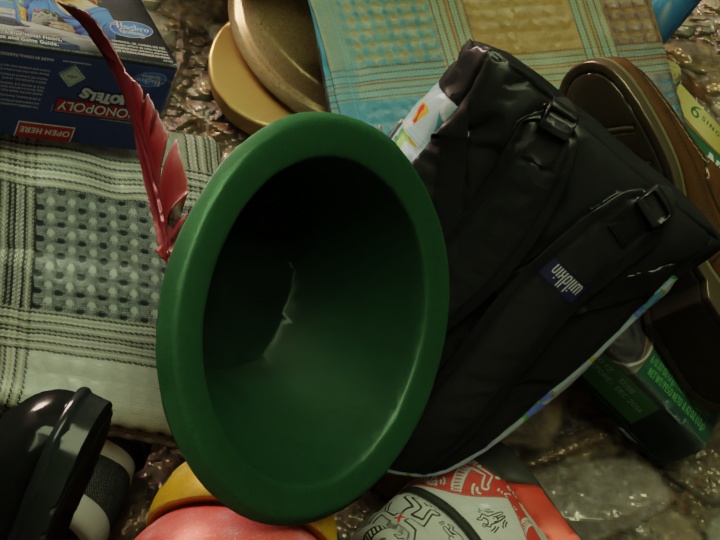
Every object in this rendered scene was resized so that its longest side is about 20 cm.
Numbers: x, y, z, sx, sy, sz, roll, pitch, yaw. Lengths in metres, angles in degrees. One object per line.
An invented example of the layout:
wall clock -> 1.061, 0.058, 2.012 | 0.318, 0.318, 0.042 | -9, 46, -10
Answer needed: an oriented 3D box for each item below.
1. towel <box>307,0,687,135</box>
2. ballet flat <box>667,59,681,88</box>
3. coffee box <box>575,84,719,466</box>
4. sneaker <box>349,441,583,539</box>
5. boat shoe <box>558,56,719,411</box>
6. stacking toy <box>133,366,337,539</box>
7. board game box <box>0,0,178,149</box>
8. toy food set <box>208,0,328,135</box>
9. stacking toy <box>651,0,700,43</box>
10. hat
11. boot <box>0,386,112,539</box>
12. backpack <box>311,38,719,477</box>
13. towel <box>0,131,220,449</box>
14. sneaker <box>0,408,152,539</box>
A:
towel -> 0.074, -0.115, 0.970 | 0.198, 0.022, 0.148 | -6, 66, -11
ballet flat -> 0.094, -0.087, 1.008 | 0.199, 0.071, 0.071 | -31, 63, -6
coffee box -> 0.177, -0.002, 0.998 | 0.123, 0.044, 0.200 | 45, 50, -11
sneaker -> 0.083, 0.178, 0.842 | 0.108, 0.068, 0.201 | -30, 62, -32
boat shoe -> 0.169, -0.026, 0.931 | 0.068, 0.072, 0.201 | -33, 102, -40
stacking toy -> -0.056, 0.130, 0.779 | 0.145, 0.147, 0.201 | 13, 53, -6
board game box -> -0.210, -0.162, 0.896 | 0.198, 0.062, 0.201 | 6, 45, -26
toy food set -> 0.012, -0.143, 1.084 | 0.196, 0.049, 0.201 | 17, 50, -4
stacking toy -> 0.120, -0.212, 1.107 | 0.200, 0.116, 0.110 | 41, 50, 4
hat -> -0.073, 0.004, 0.799 | 0.175, 0.165, 0.201 | 6, 65, 44
boot -> -0.202, 0.084, 0.751 | 0.162, 0.199, 0.074 | 29, 50, -2
backpack -> 0.048, 0.007, 0.863 | 0.163, 0.154, 0.201 | 35, 92, -16
towel -> -0.161, -0.013, 0.851 | 0.198, 0.035, 0.194 | 12, 53, -18
sneaker -> -0.197, 0.058, 0.856 | 0.199, 0.073, 0.112 | 29, 47, -4
